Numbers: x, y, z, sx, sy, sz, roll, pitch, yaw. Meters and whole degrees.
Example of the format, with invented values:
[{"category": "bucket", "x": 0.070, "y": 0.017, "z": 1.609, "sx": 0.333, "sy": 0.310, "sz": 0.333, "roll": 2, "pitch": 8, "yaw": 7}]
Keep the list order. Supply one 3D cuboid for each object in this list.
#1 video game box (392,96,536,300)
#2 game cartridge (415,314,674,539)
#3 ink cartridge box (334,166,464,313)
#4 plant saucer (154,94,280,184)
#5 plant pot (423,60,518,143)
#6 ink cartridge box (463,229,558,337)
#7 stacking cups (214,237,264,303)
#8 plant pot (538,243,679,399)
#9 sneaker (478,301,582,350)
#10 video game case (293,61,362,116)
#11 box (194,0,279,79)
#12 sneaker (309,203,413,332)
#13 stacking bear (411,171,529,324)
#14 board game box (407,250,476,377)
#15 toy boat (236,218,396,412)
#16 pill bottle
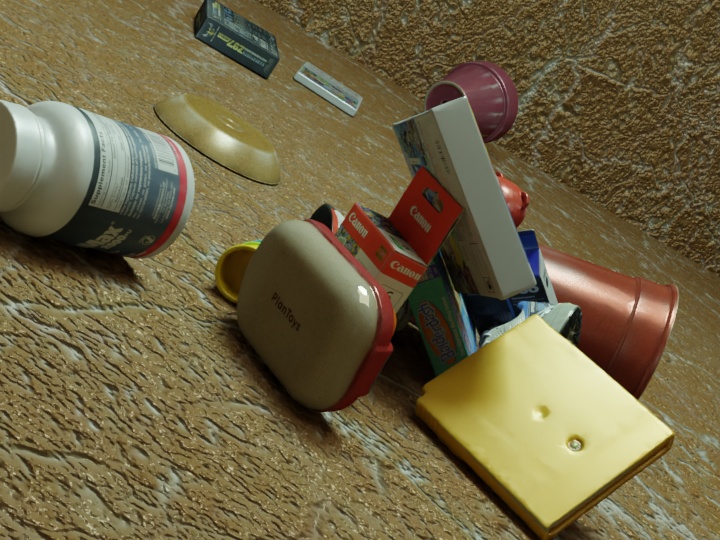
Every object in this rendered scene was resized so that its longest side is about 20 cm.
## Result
[{"category": "video game box", "x": 0.104, "y": -0.071, "z": 1.411, "sx": 0.182, "sy": 0.047, "sz": 0.201, "roll": -175, "pitch": -116, "yaw": -77}, {"category": "game cartridge", "x": 0.177, "y": 0.149, "z": 1.349, "sx": 0.176, "sy": 0.032, "sz": 0.200, "roll": -30, "pitch": 53, "yaw": -24}, {"category": "ink cartridge box", "x": 0.012, "y": -0.010, "z": 1.378, "sx": 0.050, "sy": 0.200, "sz": 0.109, "roll": 25, "pitch": 16, "yaw": -33}, {"category": "plant saucer", "x": -0.186, "y": -0.188, "z": 1.878, "sx": 0.200, "sy": 0.035, "sz": 0.200, "roll": 32, "pitch": 14, "yaw": -9}, {"category": "plant pot", "x": 0.249, "y": -0.395, "z": 3.270, "sx": 0.200, "sy": 0.200, "sz": 0.179, "roll": 39, "pitch": 31, "yaw": 22}, {"category": "ink cartridge box", "x": 0.179, "y": 0.039, "z": 1.614, "sx": 0.039, "sy": 0.099, "sz": 0.200, "roll": -77, "pitch": 151, "yaw": -44}, {"category": "stacking cups", "x": -0.101, "y": -0.012, "z": 1.434, "sx": 0.060, "sy": 0.061, "sz": 0.200, "roll": 34, "pitch": 12, "yaw": 1}, {"category": "plant pot", "x": 0.273, "y": 0.069, "z": 1.757, "sx": 0.195, "sy": 0.201, "sz": 0.201, "roll": 24, "pitch": 14, "yaw": 0}, {"category": "sneaker", "x": 0.158, "y": 0.106, "z": 1.465, "sx": 0.085, "sy": 0.077, "sz": 0.200, "roll": 18, "pitch": 48, "yaw": 31}, {"category": "video game case", "x": -0.064, "y": -0.373, "z": 2.810, "sx": 0.143, "sy": 0.018, "sz": 0.200, "roll": 33, "pitch": 14, "yaw": -5}, {"category": "box", "x": -0.234, "y": -0.442, "z": 2.592, "sx": 0.157, "sy": 0.051, "sz": 0.200, "roll": 29, "pitch": 15, "yaw": -17}, {"category": "sneaker", "x": 0.000, "y": 0.001, "z": 1.601, "sx": 0.108, "sy": 0.067, "sz": 0.201, "roll": 29, "pitch": 17, "yaw": -28}, {"category": "stacking bear", "x": 0.133, "y": -0.028, "z": 1.708, "sx": 0.114, "sy": 0.200, "sz": 0.121, "roll": 22, "pitch": 18, "yaw": -39}, {"category": "board game box", "x": 0.089, "y": 0.035, "z": 1.547, "sx": 0.200, "sy": 0.045, "sz": 0.153, "roll": -78, "pitch": 149, "yaw": -73}, {"category": "toy boat", "x": -0.022, "y": 0.041, "z": 1.263, "sx": 0.130, "sy": 0.131, "sz": 0.200, "roll": 13, "pitch": 25, "yaw": -41}, {"category": "pill bottle", "x": -0.253, "y": -0.083, "z": 1.201, "sx": 0.120, "sy": 0.120, "sz": 0.200, "roll": 43, "pitch": 17, "yaw": 34}]
